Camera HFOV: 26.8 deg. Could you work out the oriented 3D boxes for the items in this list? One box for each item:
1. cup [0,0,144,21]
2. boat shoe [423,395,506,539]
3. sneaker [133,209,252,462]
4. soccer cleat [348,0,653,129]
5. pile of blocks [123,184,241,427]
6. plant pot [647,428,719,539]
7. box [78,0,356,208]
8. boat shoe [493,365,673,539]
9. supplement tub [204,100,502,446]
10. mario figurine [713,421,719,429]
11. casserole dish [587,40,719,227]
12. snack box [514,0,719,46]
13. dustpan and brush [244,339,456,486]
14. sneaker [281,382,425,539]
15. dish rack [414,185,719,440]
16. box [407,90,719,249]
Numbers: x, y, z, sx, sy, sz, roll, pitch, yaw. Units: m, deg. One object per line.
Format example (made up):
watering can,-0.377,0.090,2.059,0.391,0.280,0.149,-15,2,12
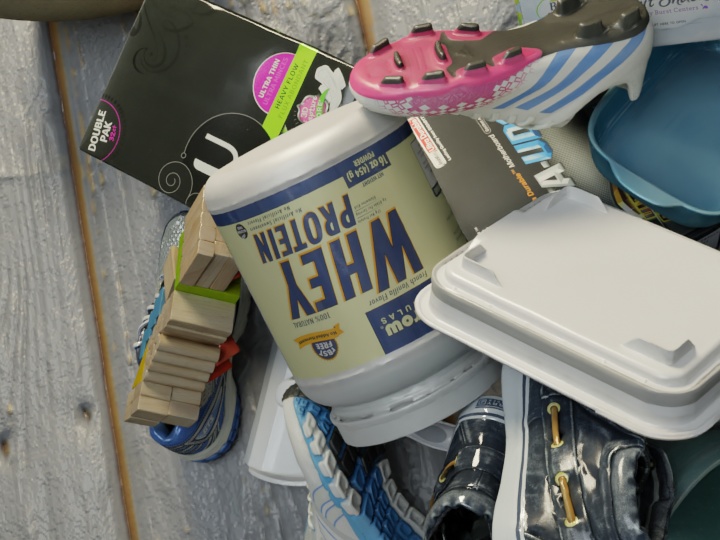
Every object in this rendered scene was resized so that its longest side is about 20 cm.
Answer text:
cup,-0.210,-0.285,1.216,0.143,0.200,0.200,14,88,-3
boat shoe,0.072,0.176,1.010,0.071,0.200,0.091,14,49,13
sneaker,-0.134,0.048,1.178,0.077,0.085,0.200,-8,79,22
soccer cleat,0.093,-0.117,0.958,0.200,0.086,0.070,-15,42,-8
pile of blocks,-0.114,0.033,1.096,0.082,0.062,0.200,-103,32,-54
plant pot,0.190,0.188,0.979,0.134,0.200,0.200,17,90,49
box,-0.083,-0.109,1.156,0.200,0.124,0.149,28,94,24
boat shoe,0.137,0.099,0.898,0.091,0.071,0.200,-20,38,27
supplement tub,0.000,0.000,1.002,0.145,0.145,0.200,-23,100,18
mario figurine,0.213,0.057,1.049,0.200,0.123,0.106,-21,117,11
casserole dish,0.233,-0.102,1.023,0.121,0.039,0.200,34,59,16
snack box,0.220,-0.199,1.032,0.200,0.142,0.053,-4,115,23
dustpan and brush,0.003,0.106,1.125,0.200,0.057,0.140,13,87,23
sneaker,-0.015,0.170,1.082,0.087,0.075,0.200,-17,111,33
dish rack,0.151,0.012,0.908,0.200,0.172,0.044,26,131,32
box,0.132,-0.064,1.057,0.159,0.046,0.200,-26,62,-6
